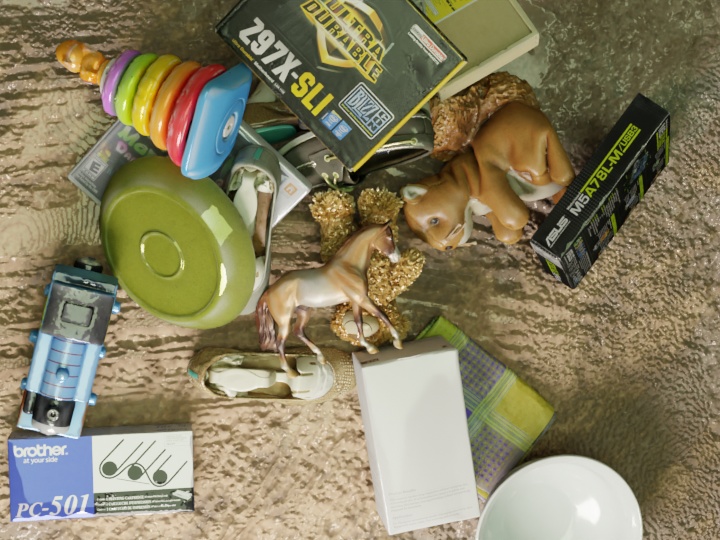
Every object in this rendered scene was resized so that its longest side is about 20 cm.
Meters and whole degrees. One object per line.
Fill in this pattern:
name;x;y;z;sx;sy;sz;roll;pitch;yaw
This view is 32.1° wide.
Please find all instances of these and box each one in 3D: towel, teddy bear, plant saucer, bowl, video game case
towel;0.122;0.162;1.464;0.200;0.023;0.144;41;90;-12
teddy bear;0.000;0.000;1.370;0.145;0.067;0.200;9;115;-10
plant saucer;-0.202;-0.021;1.315;0.200;0.031;0.200;14;121;24
bowl;0.219;0.301;1.462;0.201;0.090;0.201;-1;97;-11
video game case;-0.184;-0.096;1.345;0.200;0.023;0.182;43;110;-12

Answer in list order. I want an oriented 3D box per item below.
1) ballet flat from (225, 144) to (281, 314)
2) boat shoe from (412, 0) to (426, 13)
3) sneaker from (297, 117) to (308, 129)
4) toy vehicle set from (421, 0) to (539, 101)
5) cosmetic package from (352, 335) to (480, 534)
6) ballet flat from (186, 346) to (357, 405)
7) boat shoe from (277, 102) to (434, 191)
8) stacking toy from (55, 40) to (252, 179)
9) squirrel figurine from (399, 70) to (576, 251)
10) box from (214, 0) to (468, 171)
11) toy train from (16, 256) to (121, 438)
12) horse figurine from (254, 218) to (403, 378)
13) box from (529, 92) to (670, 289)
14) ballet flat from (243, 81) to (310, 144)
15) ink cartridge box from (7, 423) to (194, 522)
ballet flat;-0.125;-0.034;1.320;0.067;0.064;0.200;10;115;0
boat shoe;0.038;-0.282;1.285;0.075;0.086;0.202;15;67;-26
sneaker;-0.033;-0.241;1.334;0.077;0.076;0.200;-3;70;-1
toy vehicle set;0.088;-0.295;1.352;0.124;0.027;0.200;-30;73;-5
cosmetic package;0.062;0.183;1.405;0.113;0.081;0.200;-9;98;-8
ballet flat;-0.093;0.122;1.399;0.200;0.065;0.071;-1;99;-10
boat shoe;-0.012;-0.122;1.343;0.202;0.072;0.060;-21;66;24
stacking toy;-0.219;-0.182;1.255;0.200;0.116;0.110;24;118;8
squirrel figurine;0.124;-0.120;1.389;0.187;0.142;0.200;-24;82;7
box;-0.019;-0.223;1.234;0.160;0.049;0.200;-43;94;14
toy train;-0.312;0.085;1.331;0.087;0.114;0.200;15;94;-11
horse figurine;-0.039;0.036;1.333;0.200;0.050;0.133;-17;97;23
box;0.268;-0.080;1.373;0.048;0.200;0.193;34;90;17
ballet flat;-0.070;-0.179;1.366;0.200;0.068;0.072;-10;81;1
ink cartridge box;-0.286;0.224;1.388;0.200;0.044;0.094;-2;96;-10
